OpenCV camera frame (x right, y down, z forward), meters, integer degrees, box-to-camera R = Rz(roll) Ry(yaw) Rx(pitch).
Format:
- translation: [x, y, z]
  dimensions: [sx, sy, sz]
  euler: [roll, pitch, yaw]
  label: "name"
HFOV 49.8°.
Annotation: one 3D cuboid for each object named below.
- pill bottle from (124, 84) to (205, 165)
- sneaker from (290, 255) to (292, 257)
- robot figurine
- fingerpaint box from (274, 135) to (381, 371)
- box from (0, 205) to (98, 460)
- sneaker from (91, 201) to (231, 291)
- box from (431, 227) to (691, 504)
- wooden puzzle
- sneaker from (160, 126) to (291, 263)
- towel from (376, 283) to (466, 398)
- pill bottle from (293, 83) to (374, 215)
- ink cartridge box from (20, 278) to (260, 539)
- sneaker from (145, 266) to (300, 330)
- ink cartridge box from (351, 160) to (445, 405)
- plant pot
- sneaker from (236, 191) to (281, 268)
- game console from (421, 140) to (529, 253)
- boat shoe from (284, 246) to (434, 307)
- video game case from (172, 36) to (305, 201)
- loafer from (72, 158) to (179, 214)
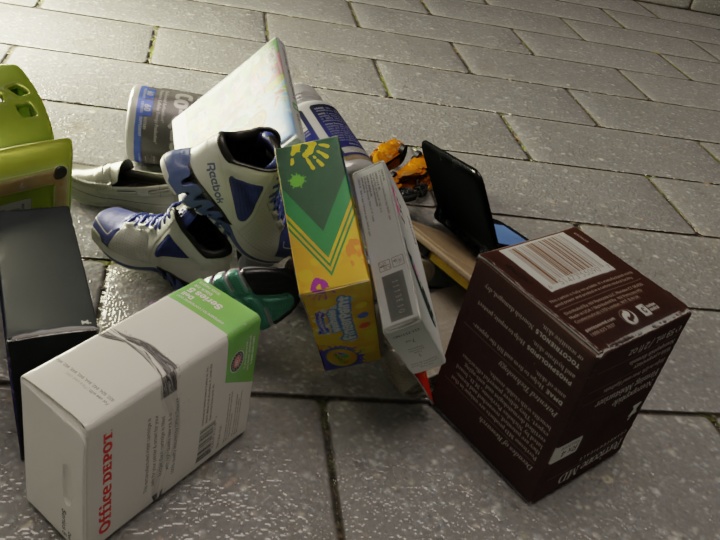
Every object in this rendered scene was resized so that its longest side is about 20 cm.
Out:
- translation: [-0.247, -0.209, 1.171]
  dimensions: [0.195, 0.116, 0.115]
  euler: [7, 33, -10]
  label: "pill bottle"
- translation: [-0.099, -0.083, 1.080]
  dimensions: [0.079, 0.075, 0.199]
  euler: [-16, 43, -45]
  label: "sneaker"
- translation: [0.054, -0.153, 1.250]
  dimensions: [0.143, 0.059, 0.200]
  euler: [24, 34, 16]
  label: "robot figurine"
- translation: [-0.030, -0.011, 0.826]
  dimensions: [0.072, 0.201, 0.170]
  euler: [-11, 62, -1]
  label: "fingerpaint box"
- translation: [-0.300, 0.052, 0.741]
  dimensions: [0.077, 0.143, 0.201]
  euler: [-4, 36, -26]
  label: "box"
- translation: [-0.222, -0.046, 0.924]
  dimensions: [0.197, 0.117, 0.080]
  euler: [28, 33, 18]
  label: "sneaker"
- translation: [0.202, 0.091, 0.812]
  dimensions: [0.164, 0.203, 0.164]
  euler: [-15, 43, -36]
  label: "box"
- translation: [0.143, -0.007, 1.042]
  dimensions: [0.199, 0.038, 0.184]
  euler: [36, 13, 35]
  label: "wooden puzzle"
- translation: [-0.114, -0.089, 0.865]
  dimensions: [0.199, 0.114, 0.082]
  euler: [39, 31, -47]
  label: "sneaker"
- translation: [0.093, 0.081, 0.943]
  dimensions: [0.197, 0.035, 0.133]
  euler: [-14, 41, -33]
  label: "towel"
- translation: [-0.061, -0.177, 1.147]
  dimensions: [0.114, 0.117, 0.202]
  euler: [-10, 53, -32]
  label: "pill bottle"
- translation: [-0.187, 0.120, 0.678]
  dimensions: [0.083, 0.148, 0.199]
  euler: [28, 35, 23]
  label: "ink cartridge box"
- translation: [-0.157, 0.029, 0.836]
  dimensions: [0.196, 0.076, 0.088]
  euler: [-18, 26, 5]
  label: "sneaker"
- translation: [0.051, 0.016, 0.820]
  dimensions: [0.043, 0.174, 0.203]
  euler: [-19, 53, 12]
  label: "ink cartridge box"
- translation: [-0.431, -0.090, 0.861]
  dimensions: [0.181, 0.203, 0.197]
  euler: [39, 40, 26]
  label: "plant pot"
- translation: [-0.152, -0.094, 1.021]
  dimensions: [0.112, 0.205, 0.075]
  euler: [2, -8, 38]
  label: "sneaker"
- translation: [0.183, -0.095, 1.106]
  dimensions: [0.172, 0.119, 0.200]
  euler: [8, 19, -22]
  label: "game console"
- translation: [0.000, 0.000, 0.995]
  dimensions: [0.196, 0.073, 0.060]
  euler: [-8, 41, -21]
  label: "boat shoe"
- translation: [-0.162, -0.177, 0.989]
  dimensions: [0.022, 0.198, 0.185]
  euler: [31, 36, -47]
  label: "video game case"
- translation: [-0.326, -0.121, 1.052]
  dimensions: [0.196, 0.071, 0.070]
  euler: [14, 34, 1]
  label: "loafer"
